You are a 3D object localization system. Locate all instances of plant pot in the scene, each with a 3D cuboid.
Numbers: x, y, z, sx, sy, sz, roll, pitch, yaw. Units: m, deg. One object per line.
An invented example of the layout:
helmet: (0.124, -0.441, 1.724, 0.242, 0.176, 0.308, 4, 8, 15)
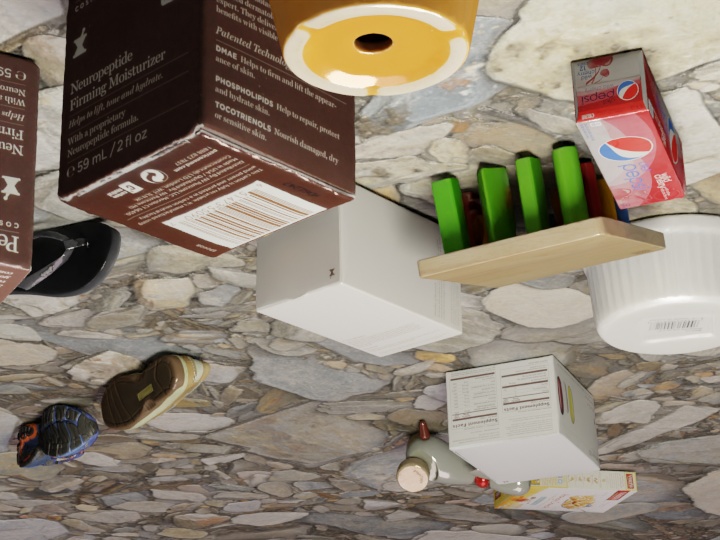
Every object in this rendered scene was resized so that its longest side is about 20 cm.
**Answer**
plant pot: (0.008, -0.227, 1.153, 0.199, 0.184, 0.200, -2, 157, -1)

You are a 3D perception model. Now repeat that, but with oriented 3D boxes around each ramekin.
ramekin: (0.349, 0.021, 1.896, 0.200, 0.098, 0.201, -2, 157, -1)

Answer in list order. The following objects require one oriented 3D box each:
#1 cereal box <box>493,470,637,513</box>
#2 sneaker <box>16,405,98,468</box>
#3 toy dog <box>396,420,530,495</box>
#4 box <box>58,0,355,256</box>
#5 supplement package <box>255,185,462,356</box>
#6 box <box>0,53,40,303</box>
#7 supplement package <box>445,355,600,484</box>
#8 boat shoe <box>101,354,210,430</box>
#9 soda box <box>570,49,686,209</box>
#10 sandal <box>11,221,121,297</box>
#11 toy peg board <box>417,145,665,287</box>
cereal box: (0.335, 0.361, 2.795, 0.199, 0.040, 0.144, 5, 157, -15)
sneaker: (-0.415, 0.233, 2.403, 0.078, 0.076, 0.200, 3, 167, -35)
toy dog: (0.148, 0.269, 2.495, 0.199, 0.132, 0.097, -1, 120, -13)
box: (-0.116, -0.142, 1.308, 0.166, 0.201, 0.164, -22, 150, 39)
supplement package: (0.000, 0.000, 1.786, 0.121, 0.120, 0.200, -18, 153, 36)
box: (-0.381, -0.075, 1.470, 0.165, 0.201, 0.164, 10, 155, -28)
supplement package: (0.223, 0.207, 2.320, 0.155, 0.111, 0.200, -11, 157, 21)
boat shoe: (-0.266, 0.163, 2.239, 0.076, 0.072, 0.200, -4, 165, -41)
soda box: (0.250, -0.127, 1.576, 0.070, 0.064, 0.200, -10, 156, 18)
sandal: (-0.345, -0.008, 1.797, 0.199, 0.076, 0.043, -10, 158, 20)
toy peg board: (0.181, -0.054, 1.739, 0.199, 0.098, 0.199, -13, 171, 27)
